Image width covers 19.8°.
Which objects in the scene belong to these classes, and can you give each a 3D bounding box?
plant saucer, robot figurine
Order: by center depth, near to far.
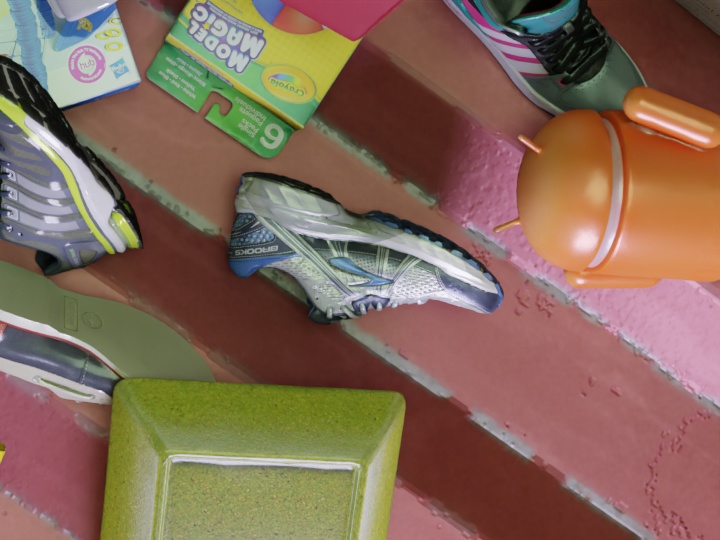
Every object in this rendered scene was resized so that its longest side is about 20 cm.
[{"bbox_3d":[-0.074,0.177,1.394,0.199,0.048,0.201,4,110,-10],"label":"plant saucer"},{"bbox_3d":[0.195,-0.054,1.437,0.199,0.144,0.117,4,78,-14],"label":"robot figurine"}]

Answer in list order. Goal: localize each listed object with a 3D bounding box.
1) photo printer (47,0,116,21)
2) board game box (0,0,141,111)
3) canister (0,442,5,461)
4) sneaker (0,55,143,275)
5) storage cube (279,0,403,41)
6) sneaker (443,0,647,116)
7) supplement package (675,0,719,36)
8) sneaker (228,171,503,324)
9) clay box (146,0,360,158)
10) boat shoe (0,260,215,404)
[{"bbox_3d":[-0.177,-0.282,1.335,0.166,0.069,0.201,-41,110,-47],"label":"photo printer"},{"bbox_3d":[-0.271,-0.187,1.380,0.199,0.056,0.197,-20,94,-10],"label":"board game box"},{"bbox_3d":[-0.339,0.181,1.358,0.148,0.087,0.201,23,88,-10],"label":"canister"},{"bbox_3d":[-0.216,-0.061,1.347,0.081,0.074,0.200,-32,134,2],"label":"sneaker"},{"bbox_3d":[-0.015,-0.285,1.295,0.199,0.180,0.172,26,59,-18],"label":"storage cube"},{"bbox_3d":[0.136,-0.171,1.424,0.200,0.121,0.084,40,84,-10],"label":"sneaker"},{"bbox_3d":[0.316,-0.234,1.416,0.152,0.200,0.151,36,84,-8],"label":"supplement package"},{"bbox_3d":[0.000,0.000,1.434,0.199,0.077,0.086,20,97,-3],"label":"sneaker"},{"bbox_3d":[-0.049,-0.188,1.426,0.115,0.048,0.201,33,84,-9],"label":"clay box"},{"bbox_3d":[-0.192,0.057,1.396,0.199,0.071,0.063,24,124,-23],"label":"boat shoe"}]
